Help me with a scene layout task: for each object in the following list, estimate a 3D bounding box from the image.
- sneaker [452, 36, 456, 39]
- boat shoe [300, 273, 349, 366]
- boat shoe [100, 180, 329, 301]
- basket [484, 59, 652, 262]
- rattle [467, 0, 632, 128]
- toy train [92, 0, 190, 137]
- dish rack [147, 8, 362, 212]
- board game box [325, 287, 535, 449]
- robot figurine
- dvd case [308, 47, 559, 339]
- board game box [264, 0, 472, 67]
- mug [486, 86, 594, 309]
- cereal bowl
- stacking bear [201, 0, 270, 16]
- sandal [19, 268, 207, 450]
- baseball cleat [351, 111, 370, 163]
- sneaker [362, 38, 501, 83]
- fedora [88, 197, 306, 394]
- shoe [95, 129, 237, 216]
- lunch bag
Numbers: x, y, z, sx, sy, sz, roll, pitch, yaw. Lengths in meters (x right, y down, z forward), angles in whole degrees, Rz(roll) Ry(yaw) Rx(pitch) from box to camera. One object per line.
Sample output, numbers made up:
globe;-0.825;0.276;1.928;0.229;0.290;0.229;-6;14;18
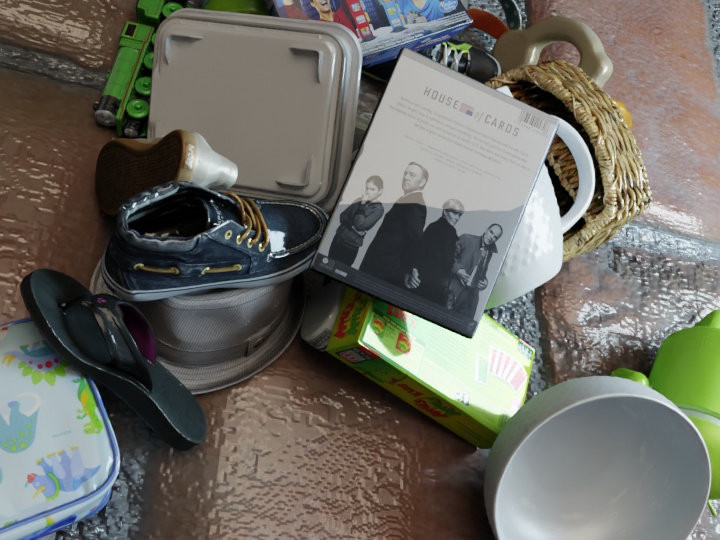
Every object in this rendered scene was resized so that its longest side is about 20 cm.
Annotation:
sneaker;0.024;-0.320;0.999;0.199;0.074;0.087;19;56;-13
boat shoe;0.000;0.000;0.836;0.064;0.071;0.201;36;53;-24
boat shoe;-0.099;-0.030;0.685;0.199;0.091;0.071;-15;70;-30
basket;0.189;-0.112;0.912;0.148;0.143;0.201;-18;73;-34
rattle;0.230;-0.252;1.051;0.142;0.131;0.200;-11;42;-37
toy train;-0.216;-0.218;0.873;0.056;0.042;0.201;13;60;-4
dish rack;-0.105;-0.144;0.787;0.199;0.044;0.173;10;102;13
board game box;0.070;0.073;0.793;0.200;0.048;0.102;35;56;-27
robot figurine;0.341;0.138;0.868;0.175;0.116;0.200;29;58;2
dvd case;0.063;-0.064;0.727;0.150;0.025;0.201;24;84;-6
board game box;-0.017;-0.301;0.850;0.199;0.062;0.201;-23;93;-24
mug;0.133;-0.072;0.828;0.199;0.148;0.176;-28;93;-13
cereal bowl;0.200;0.178;0.774;0.199;0.201;0.083;15;19;-14
stacking bear;-0.107;-0.228;0.885;0.113;0.121;0.201;8;70;-20
sandal;-0.180;0.062;0.684;0.201;0.048;0.075;50;15;-33
baseball cleat;-0.026;-0.118;0.887;0.199;0.107;0.070;16;21;-41
sneaker;0.065;-0.230;0.955;0.199;0.083;0.072;10;88;-11
fedora;-0.131;0.006;0.762;0.199;0.090;0.177;-23;75;-29
shoe;-0.173;-0.079;0.743;0.053;0.200;0.070;5;88;-38
lunch bag;-0.289;0.135;0.640;0.199;0.082;0.161;-19;72;-29
